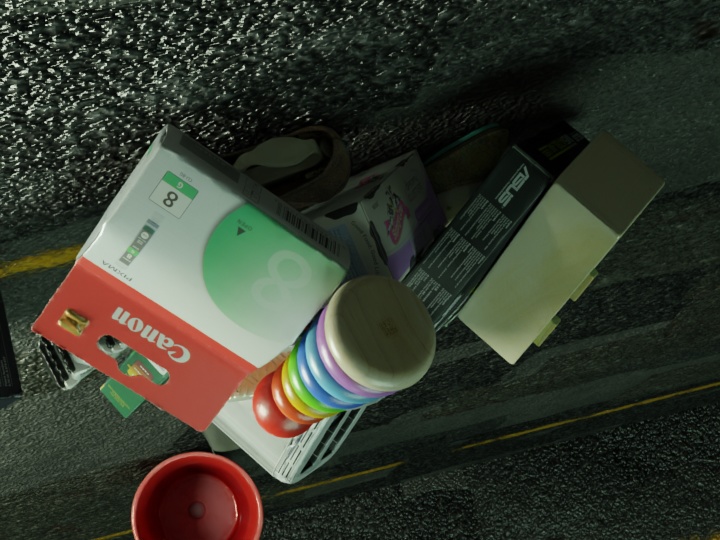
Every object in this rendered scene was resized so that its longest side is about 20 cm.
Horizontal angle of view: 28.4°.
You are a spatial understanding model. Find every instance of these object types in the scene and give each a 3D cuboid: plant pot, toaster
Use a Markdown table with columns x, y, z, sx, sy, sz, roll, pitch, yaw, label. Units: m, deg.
| x | y | z | sx | sy | sz | roll | pitch | yaw | label |
| --- | --- | --- | --- | --- | --- | --- | --- | --- | --- |
| -0.254 | 0.381 | 2.222 | 0.198 | 0.202 | 0.177 | -14 | 175 | -8 | plant pot |
| -0.068 | 0.111 | 1.363 | 0.113 | 0.129 | 0.201 | -24 | 151 | -53 | toaster |

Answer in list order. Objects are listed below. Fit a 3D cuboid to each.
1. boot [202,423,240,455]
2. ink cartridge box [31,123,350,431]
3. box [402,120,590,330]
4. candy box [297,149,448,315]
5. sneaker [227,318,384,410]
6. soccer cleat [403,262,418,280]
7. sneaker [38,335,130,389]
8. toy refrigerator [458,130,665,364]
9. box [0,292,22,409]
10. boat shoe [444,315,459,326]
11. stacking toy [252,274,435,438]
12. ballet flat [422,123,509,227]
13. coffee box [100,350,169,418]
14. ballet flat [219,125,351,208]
| x | y | z | sx | sy | sz | roll | pitch | yaw | label |
| --- | --- | --- | --- | --- | --- | --- | --- | --- | --- |
| -0.107 | 0.121 | 1.520 | 0.198 | 0.139 | 0.078 | -14 | -148 | 28 | boot |
| -0.127 | 0.019 | 1.026 | 0.200 | 0.160 | 0.050 | -52 | -165 | 19 | ink cartridge box |
| 0.100 | -0.027 | 1.157 | 0.200 | 0.047 | 0.193 | -51 | 175 | 20 | box |
| -0.047 | -0.012 | 1.135 | 0.199 | 0.072 | 0.168 | -21 | -170 | 23 | candy box |
| -0.052 | 0.064 | 1.184 | 0.198 | 0.072 | 0.080 | 1 | -142 | 30 | sneaker |
| 0.051 | 0.033 | 1.529 | 0.199 | 0.069 | 0.073 | -31 | -171 | 5 | soccer cleat |
| -0.224 | 0.043 | 1.294 | 0.081 | 0.076 | 0.200 | -21 | 173 | -38 | sneaker |
| 0.156 | -0.012 | 1.118 | 0.076 | 0.070 | 0.200 | -44 | 171 | -36 | toy refrigerator |
| -0.418 | 0.091 | 1.178 | 0.199 | 0.105 | 0.181 | -27 | 162 | 34 | box |
| 0.095 | 0.022 | 1.432 | 0.199 | 0.061 | 0.076 | -29 | 175 | -23 | boat shoe |
| -0.024 | 0.079 | 1.065 | 0.085 | 0.086 | 0.200 | -7 | 159 | -31 | stacking toy |
| 0.055 | -0.056 | 1.215 | 0.199 | 0.071 | 0.070 | -27 | 161 | 34 | ballet flat |
| -0.169 | 0.060 | 1.334 | 0.123 | 0.044 | 0.200 | -47 | -177 | -31 | coffee box |
| -0.100 | -0.063 | 1.055 | 0.199 | 0.068 | 0.067 | -23 | 162 | -13 | ballet flat |
